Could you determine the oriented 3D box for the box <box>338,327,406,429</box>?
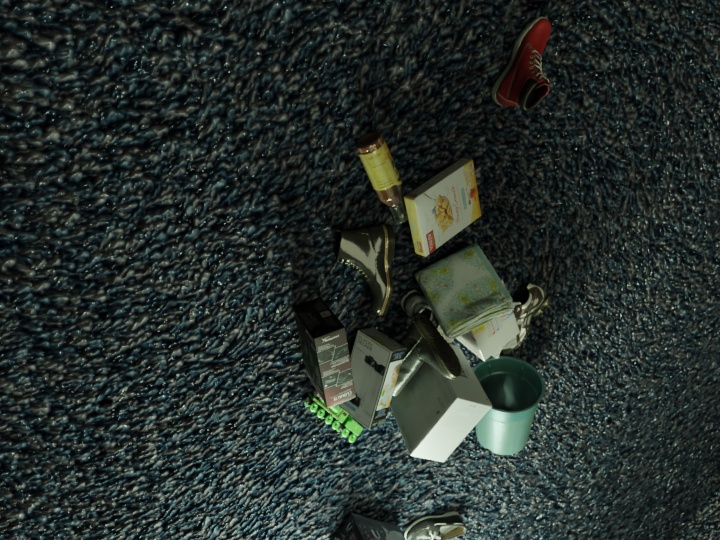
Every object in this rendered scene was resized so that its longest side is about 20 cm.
[{"bbox_3d":[0.025,0.251,1.450,0.059,0.115,0.205,-2,114,-49],"label":"box"}]

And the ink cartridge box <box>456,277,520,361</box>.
[{"bbox_3d":[0.295,0.108,1.525,0.124,0.128,0.203,-34,123,-10],"label":"ink cartridge box"}]

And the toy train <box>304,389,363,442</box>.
[{"bbox_3d":[-0.063,0.354,1.507,0.057,0.041,0.200,-49,124,-10],"label":"toy train"}]

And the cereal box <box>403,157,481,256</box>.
[{"bbox_3d":[0.188,-0.143,1.384,0.198,0.039,0.147,-36,126,-28],"label":"cereal box"}]

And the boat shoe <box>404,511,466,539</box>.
[{"bbox_3d":[0.225,0.774,1.825,0.195,0.060,0.076,-1,114,-26],"label":"boat shoe"}]

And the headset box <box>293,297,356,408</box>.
[{"bbox_3d":[-0.078,0.188,1.359,0.075,0.149,0.205,-16,119,-18],"label":"headset box"}]

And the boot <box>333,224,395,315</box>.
[{"bbox_3d":[0.000,0.000,1.369,0.135,0.077,0.206,-3,100,-21],"label":"boot"}]

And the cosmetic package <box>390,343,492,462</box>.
[{"bbox_3d":[0.180,0.311,1.489,0.121,0.201,0.202,18,118,-31],"label":"cosmetic package"}]

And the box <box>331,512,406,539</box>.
[{"bbox_3d":[0.038,0.770,1.685,0.198,0.132,0.116,29,99,-34],"label":"box"}]

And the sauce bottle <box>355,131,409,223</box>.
[{"bbox_3d":[0.053,-0.193,1.309,0.065,0.066,0.202,-33,125,-9],"label":"sauce bottle"}]

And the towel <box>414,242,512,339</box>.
[{"bbox_3d":[0.235,0.045,1.412,0.168,0.202,0.049,-23,143,-2],"label":"towel"}]

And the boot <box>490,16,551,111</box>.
[{"bbox_3d":[0.378,-0.440,1.315,0.071,0.144,0.203,23,99,-30],"label":"boot"}]

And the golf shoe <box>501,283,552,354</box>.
[{"bbox_3d":[0.416,0.124,1.637,0.094,0.078,0.202,33,93,-16],"label":"golf shoe"}]

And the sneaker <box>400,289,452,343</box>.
[{"bbox_3d":[0.175,0.131,1.504,0.077,0.080,0.199,-50,125,0],"label":"sneaker"}]

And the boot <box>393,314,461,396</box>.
[{"bbox_3d":[0.126,0.227,1.430,0.072,0.184,0.201,9,129,-44],"label":"boot"}]

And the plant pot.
[{"bbox_3d":[0.388,0.376,1.663,0.196,0.201,0.200,-18,127,-18],"label":"plant pot"}]
